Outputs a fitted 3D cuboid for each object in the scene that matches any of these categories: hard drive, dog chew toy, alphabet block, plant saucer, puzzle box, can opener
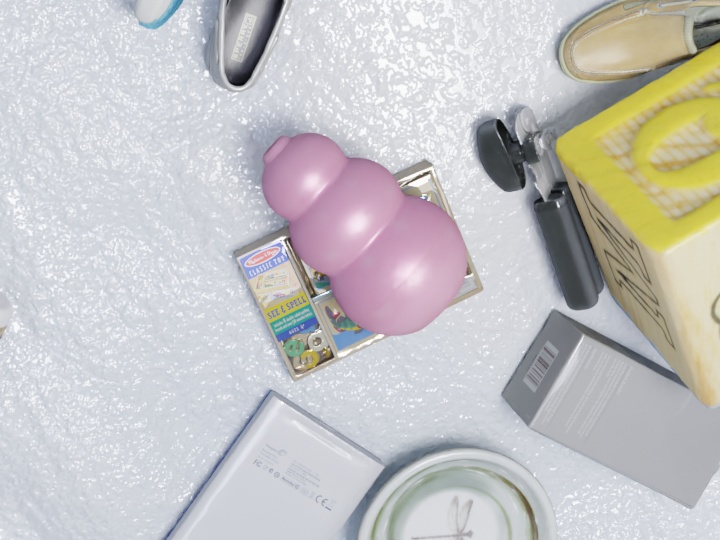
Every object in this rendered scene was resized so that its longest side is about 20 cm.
[{"bbox_3d":[-0.087,0.229,1.397,0.132,0.025,0.201,34,95,-18],"label":"hard drive"},{"bbox_3d":[-0.004,-0.038,1.274,0.200,0.125,0.125,43,93,-10],"label":"dog chew toy"},{"bbox_3d":[0.312,-0.043,1.292,0.195,0.197,0.201,-32,130,-3],"label":"alphabet block"},{"bbox_3d":[0.088,0.258,1.429,0.198,0.050,0.202,-3,105,-12],"label":"plant saucer"},{"bbox_3d":[0.000,0.000,1.355,0.199,0.025,0.134,-26,108,-4],"label":"puzzle box"},{"bbox_3d":[0.170,-0.057,1.370,0.066,0.053,0.201,-16,109,29],"label":"can opener"}]

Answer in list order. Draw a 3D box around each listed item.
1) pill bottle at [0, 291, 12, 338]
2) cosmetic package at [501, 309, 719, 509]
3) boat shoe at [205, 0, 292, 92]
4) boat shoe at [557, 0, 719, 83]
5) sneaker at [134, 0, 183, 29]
[{"bbox_3d":[-0.385,0.094,1.254,0.110,0.111,0.201,27,97,-17],"label":"pill bottle"},{"bbox_3d":[0.251,0.133,1.413,0.199,0.090,0.107,29,97,-20],"label":"cosmetic package"},{"bbox_3d":[-0.086,-0.247,1.250,0.071,0.066,0.201,17,101,-15],"label":"boat shoe"},{"bbox_3d":[0.277,-0.214,1.330,0.199,0.076,0.072,-19,108,-6],"label":"boat shoe"},{"bbox_3d":[-0.158,-0.299,1.223,0.080,0.077,0.201,16,95,-7],"label":"sneaker"}]
